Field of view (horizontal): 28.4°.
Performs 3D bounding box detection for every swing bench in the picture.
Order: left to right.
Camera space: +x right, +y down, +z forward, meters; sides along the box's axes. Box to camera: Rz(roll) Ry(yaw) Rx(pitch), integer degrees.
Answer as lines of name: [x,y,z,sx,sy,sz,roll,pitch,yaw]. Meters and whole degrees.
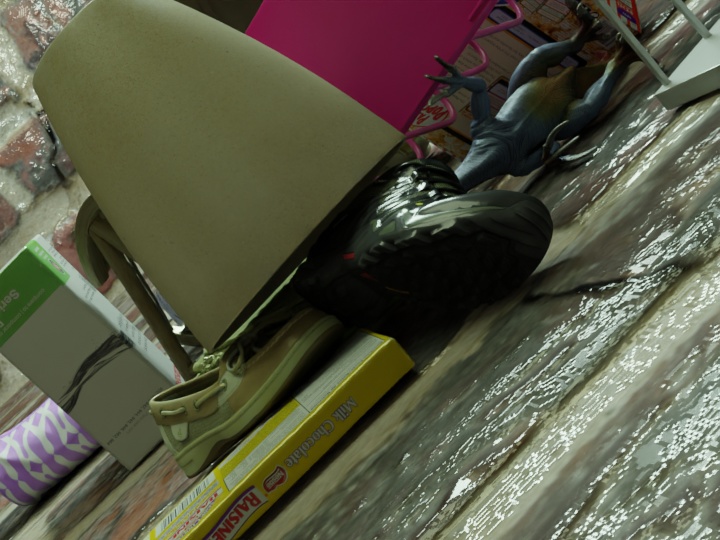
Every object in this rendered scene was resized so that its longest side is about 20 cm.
swing bench: [-0.126,-0.038,1.242,0.130,0.200,0.199,-32,14,47]

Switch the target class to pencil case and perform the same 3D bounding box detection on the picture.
pencil case: [-0.296,0.152,1.448,0.200,0.086,0.084,-42,11,9]

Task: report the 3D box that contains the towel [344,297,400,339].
towel: [0.000,0.000,1.083,0.149,0.031,0.200,-39,11,27]

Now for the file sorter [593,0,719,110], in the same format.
file sorter: [0.231,-0.215,0.811,0.200,0.125,0.139,-47,10,-24]

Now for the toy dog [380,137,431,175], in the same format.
toy dog: [-0.004,-0.134,1.334,0.194,0.139,0.201,-21,-48,-61]

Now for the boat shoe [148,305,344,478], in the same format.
boat shoe: [-0.080,0.070,0.923,0.073,0.063,0.201,-37,-4,-38]

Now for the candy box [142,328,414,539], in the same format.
candy box: [-0.055,0.112,0.827,0.200,0.026,0.102,-44,10,-5]

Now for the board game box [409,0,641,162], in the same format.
board game box: [0.095,-0.181,1.125,0.200,0.151,0.046,-35,42,37]

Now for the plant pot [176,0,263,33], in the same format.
plant pot: [-0.044,-0.277,1.182,0.173,0.200,0.200,18,54,39]

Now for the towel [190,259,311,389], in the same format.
towel: [-0.029,0.008,1.011,0.200,0.037,0.148,-34,15,30]

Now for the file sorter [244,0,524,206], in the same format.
file sorter: [0.026,-0.175,1.010,0.125,0.139,0.200,-26,-23,-53]

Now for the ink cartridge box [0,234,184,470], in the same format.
ink cartridge box: [-0.246,0.070,1.261,0.084,0.200,0.145,-45,10,-2]

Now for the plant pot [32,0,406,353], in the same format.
plant pot: [-0.105,-0.083,0.913,0.187,0.200,0.187,-47,-1,-1]

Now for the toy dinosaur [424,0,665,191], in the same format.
toy dinosaur: [0.120,-0.087,0.962,0.182,0.105,0.200,-51,-25,6]

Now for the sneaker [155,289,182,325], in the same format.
sneaker: [-0.132,0.004,1.472,0.115,0.075,0.200,-47,16,-28]

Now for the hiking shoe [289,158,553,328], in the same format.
hiking shoe: [0.037,-0.032,0.831,0.200,0.076,0.101,-13,48,49]
